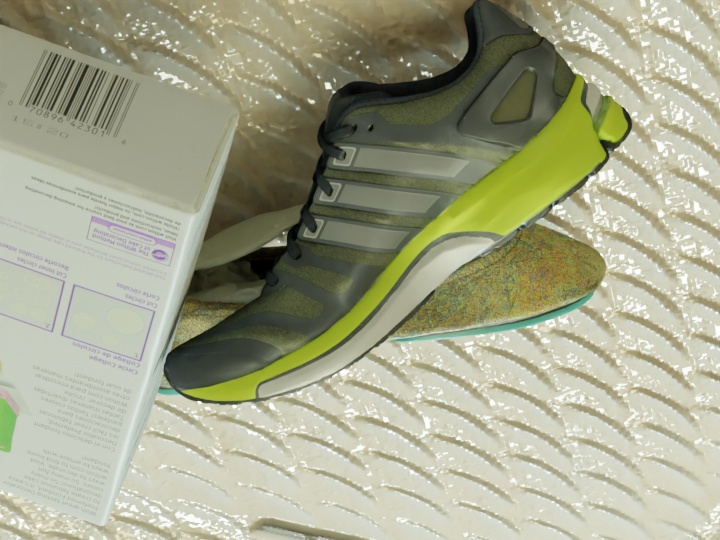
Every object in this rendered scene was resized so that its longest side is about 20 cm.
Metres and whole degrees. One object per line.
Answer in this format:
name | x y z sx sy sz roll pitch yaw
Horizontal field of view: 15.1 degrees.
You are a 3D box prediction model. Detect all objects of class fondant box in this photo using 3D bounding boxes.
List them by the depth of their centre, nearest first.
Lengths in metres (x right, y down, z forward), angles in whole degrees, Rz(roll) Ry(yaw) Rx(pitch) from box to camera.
fondant box | -0.138 -0.001 1.010 0.144 0.058 0.200 20 138 -1

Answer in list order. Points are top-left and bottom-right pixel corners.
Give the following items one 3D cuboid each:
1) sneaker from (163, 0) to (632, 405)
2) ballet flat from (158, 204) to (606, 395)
sneaker | 0.002 -0.025 1.025 0.200 0.074 0.081 -39 100 0
ballet flat | 0.000 0.000 1.094 0.200 0.071 0.071 -12 144 -3
